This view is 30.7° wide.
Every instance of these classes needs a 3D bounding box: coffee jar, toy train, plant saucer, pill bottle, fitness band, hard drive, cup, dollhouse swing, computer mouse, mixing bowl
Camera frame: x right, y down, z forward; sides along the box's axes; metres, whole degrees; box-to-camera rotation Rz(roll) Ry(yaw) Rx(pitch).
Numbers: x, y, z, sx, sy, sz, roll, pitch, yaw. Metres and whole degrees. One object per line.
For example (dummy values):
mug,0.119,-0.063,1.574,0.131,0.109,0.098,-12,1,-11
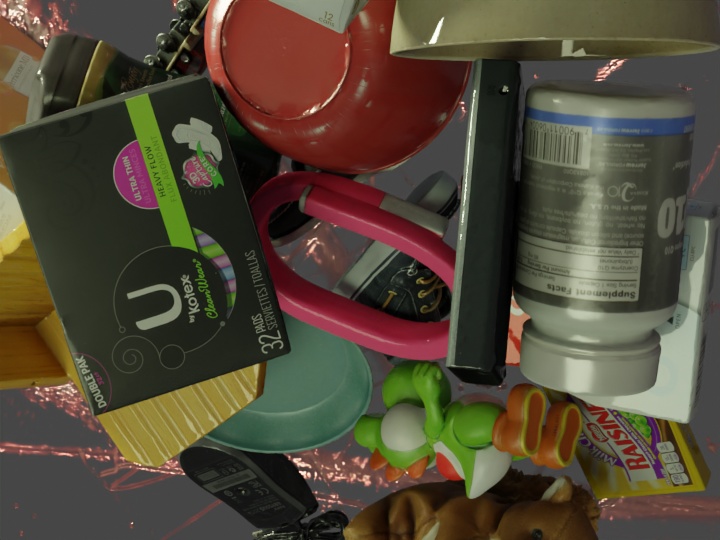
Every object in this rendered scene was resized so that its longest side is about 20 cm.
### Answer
coffee jar,-0.161,-0.110,1.031,0.200,0.085,0.104,18,140,-11
toy train,-0.141,-0.173,1.045,0.046,0.034,0.200,37,134,-6
plant saucer,-0.087,0.087,1.184,0.200,0.036,0.200,3,133,3
pill bottle,0.161,-0.024,0.887,0.114,0.114,0.200,8,105,23
fitness band,0.000,0.000,1.001,0.200,0.037,0.144,22,138,8
hard drive,0.088,-0.026,0.887,0.033,0.200,0.140,4,172,9
cup,0.116,-0.203,0.793,0.200,0.200,0.144,2,97,27
dollhouse swing,-0.210,0.065,1.072,0.200,0.182,0.176,-35,73,25
computer mouse,-0.103,0.213,1.319,0.138,0.053,0.200,-19,126,35
mixing bowl,-0.032,-0.157,0.901,0.200,0.108,0.201,6,105,21

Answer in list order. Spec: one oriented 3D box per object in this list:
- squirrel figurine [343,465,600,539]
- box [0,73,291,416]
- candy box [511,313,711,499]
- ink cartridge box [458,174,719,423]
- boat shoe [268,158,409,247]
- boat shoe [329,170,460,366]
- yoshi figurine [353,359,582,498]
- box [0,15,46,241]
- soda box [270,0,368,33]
squirrel figurine,0.125,0.219,1.105,0.186,0.200,0.142,-24,95,39
box,-0.150,-0.025,0.929,0.148,0.124,0.200,-18,102,-6
candy box,0.205,0.104,1.077,0.102,0.026,0.200,-11,118,36
ink cartridge box,0.162,0.018,0.991,0.200,0.047,0.160,9,112,21
boat shoe,-0.016,-0.090,1.019,0.200,0.076,0.060,-37,104,30
boat shoe,0.047,0.001,1.057,0.091,0.071,0.200,39,141,-2
yoshi figurine,0.081,0.114,1.096,0.200,0.112,0.113,-6,109,41
box,-0.319,-0.116,1.104,0.200,0.152,0.106,38,135,-4
soda box,0.004,-0.227,0.807,0.068,0.200,0.064,26,133,5
